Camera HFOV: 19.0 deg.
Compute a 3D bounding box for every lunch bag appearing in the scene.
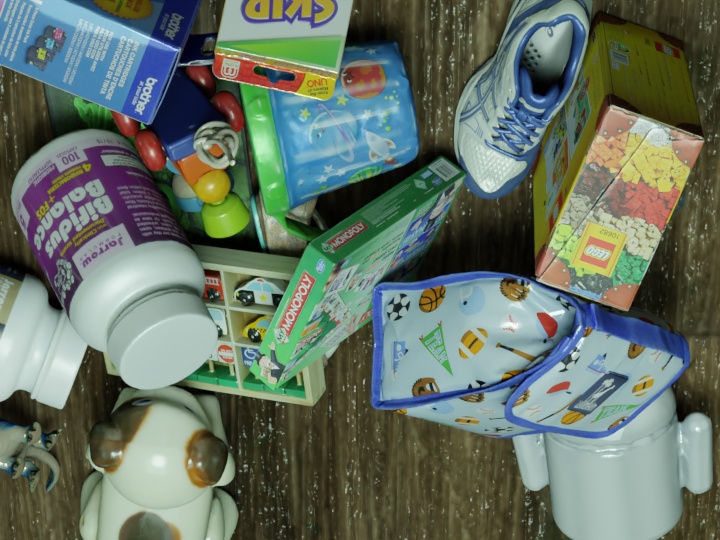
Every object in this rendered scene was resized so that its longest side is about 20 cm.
[{"bbox_3d":[0.133,0.067,1.674,0.199,0.125,0.170,-11,163,36],"label":"lunch bag"}]

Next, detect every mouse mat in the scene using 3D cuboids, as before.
[{"bbox_3d":[-0.169,-0.081,1.764,0.160,0.008,0.201,-4,115,5],"label":"mouse mat"}]

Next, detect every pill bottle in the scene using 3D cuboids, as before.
[{"bbox_3d":[-0.325,0.042,1.775,0.199,0.111,0.111,21,116,-8],"label":"pill bottle"},{"bbox_3d":[-0.189,-0.007,1.676,0.112,0.200,0.113,-22,144,-17],"label":"pill bottle"}]

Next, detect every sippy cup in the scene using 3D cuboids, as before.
[{"bbox_3d":[-0.024,-0.121,1.674,0.130,0.140,0.178,-11,146,-3],"label":"sippy cup"}]

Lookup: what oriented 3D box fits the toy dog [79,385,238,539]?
[{"bbox_3d":[-0.176,0.178,1.779,0.139,0.194,0.201,16,138,4],"label":"toy dog"}]

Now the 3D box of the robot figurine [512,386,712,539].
[{"bbox_3d":[0.211,0.152,1.799,0.169,0.113,0.201,-2,117,11],"label":"robot figurine"}]

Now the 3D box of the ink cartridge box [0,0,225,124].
[{"bbox_3d":[-0.199,-0.193,1.636,0.199,0.137,0.077,23,121,-9],"label":"ink cartridge box"}]

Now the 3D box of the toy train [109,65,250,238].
[{"bbox_3d":[-0.117,-0.073,1.656,0.084,0.200,0.116,-27,123,-10],"label":"toy train"}]

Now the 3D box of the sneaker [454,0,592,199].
[{"bbox_3d":[0.123,-0.136,1.675,0.075,0.088,0.201,15,118,-7],"label":"sneaker"}]

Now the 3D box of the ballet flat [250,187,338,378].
[{"bbox_3d":[-0.042,0.020,1.776,0.067,0.068,0.201,-10,118,0],"label":"ballet flat"}]

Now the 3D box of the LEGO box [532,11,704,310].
[{"bbox_3d":[0.191,-0.087,1.633,0.077,0.200,0.150,18,117,-6],"label":"LEGO box"}]

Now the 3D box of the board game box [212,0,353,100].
[{"bbox_3d":[-0.047,-0.233,1.610,0.095,0.030,0.201,11,84,-3],"label":"board game box"}]

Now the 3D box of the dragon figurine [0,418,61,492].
[{"bbox_3d":[-0.314,0.141,1.823,0.099,0.200,0.059,23,85,13],"label":"dragon figurine"}]

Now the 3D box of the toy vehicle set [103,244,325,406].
[{"bbox_3d":[-0.128,0.040,1.764,0.199,0.027,0.125,7,122,25],"label":"toy vehicle set"}]

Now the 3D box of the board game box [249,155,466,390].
[{"bbox_3d":[0.000,0.000,1.681,0.029,0.200,0.135,38,127,14],"label":"board game box"}]
